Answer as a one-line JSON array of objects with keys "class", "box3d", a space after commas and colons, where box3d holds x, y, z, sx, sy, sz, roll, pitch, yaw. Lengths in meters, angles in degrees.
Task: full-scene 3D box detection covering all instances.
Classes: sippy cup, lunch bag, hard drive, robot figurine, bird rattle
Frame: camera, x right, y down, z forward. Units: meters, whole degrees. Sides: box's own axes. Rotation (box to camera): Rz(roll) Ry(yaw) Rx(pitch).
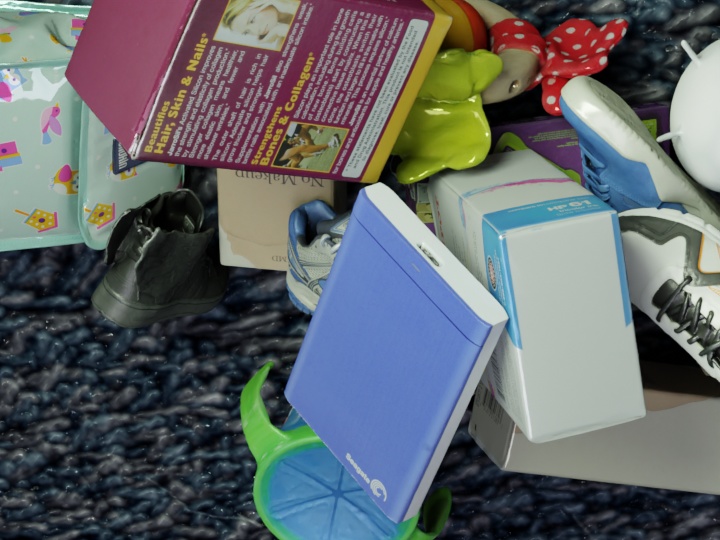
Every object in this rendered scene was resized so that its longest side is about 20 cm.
[{"class": "sippy cup", "box3d": [-0.010, 0.145, 1.691, 0.139, 0.130, 0.178, -9, 124, 15]}, {"class": "lunch bag", "box3d": [-0.226, -0.108, 1.555, 0.199, 0.122, 0.171, -1, 124, -9]}, {"class": "hard drive", "box3d": [0.019, 0.058, 1.381, 0.132, 0.025, 0.200, 47, 138, 26]}, {"class": "robot figurine", "box3d": [0.300, -0.098, 1.449, 0.199, 0.170, 0.113, 15, 167, -20]}, {"class": "bird rattle", "box3d": [0.079, -0.156, 1.447, 0.163, 0.200, 0.113, 39, 141, 30]}]

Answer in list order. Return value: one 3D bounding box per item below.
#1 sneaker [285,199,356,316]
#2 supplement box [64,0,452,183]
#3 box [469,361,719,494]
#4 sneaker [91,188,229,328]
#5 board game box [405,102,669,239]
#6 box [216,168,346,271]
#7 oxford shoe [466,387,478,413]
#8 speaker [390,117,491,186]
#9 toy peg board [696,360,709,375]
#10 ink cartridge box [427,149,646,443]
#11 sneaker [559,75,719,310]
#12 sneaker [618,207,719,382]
[{"class": "sneaker", "box3d": [0.000, 0.000, 1.469, 0.077, 0.200, 0.085, -22, 115, -27]}, {"class": "supplement box", "box3d": [-0.063, -0.140, 1.309, 0.200, 0.103, 0.131, 5, 121, -41]}, {"class": "box", "box3d": [0.195, 0.114, 1.602, 0.199, 0.095, 0.078, 7, 102, -18]}, {"class": "sneaker", "box3d": [-0.138, -0.016, 1.574, 0.060, 0.200, 0.104, 38, 114, 15]}, {"class": "board game box", "box3d": [0.131, -0.052, 1.511, 0.199, 0.032, 0.120, -8, 101, -15]}, {"class": "box", "box3d": [-0.058, -0.101, 1.552, 0.095, 0.078, 0.200, 4, 127, 6]}, {"class": "oxford shoe", "box3d": [0.080, 0.060, 1.647, 0.200, 0.073, 0.071, 39, 123, -18]}, {"class": "speaker", "box3d": [0.115, -0.037, 1.566, 0.081, 0.081, 0.200, -34, 114, 29]}, {"class": "toy peg board", "box3d": [0.380, 0.030, 1.477, 0.200, 0.098, 0.199, -8, 147, -36]}, {"class": "ink cartridge box", "box3d": [0.115, 0.011, 1.397, 0.084, 0.200, 0.145, -13, 107, -9]}, {"class": "sneaker", "box3d": [0.173, -0.043, 1.449, 0.111, 0.077, 0.200, -39, 131, 14]}, {"class": "sneaker", "box3d": [0.239, 0.029, 1.387, 0.200, 0.080, 0.074, 30, 127, 5]}]
